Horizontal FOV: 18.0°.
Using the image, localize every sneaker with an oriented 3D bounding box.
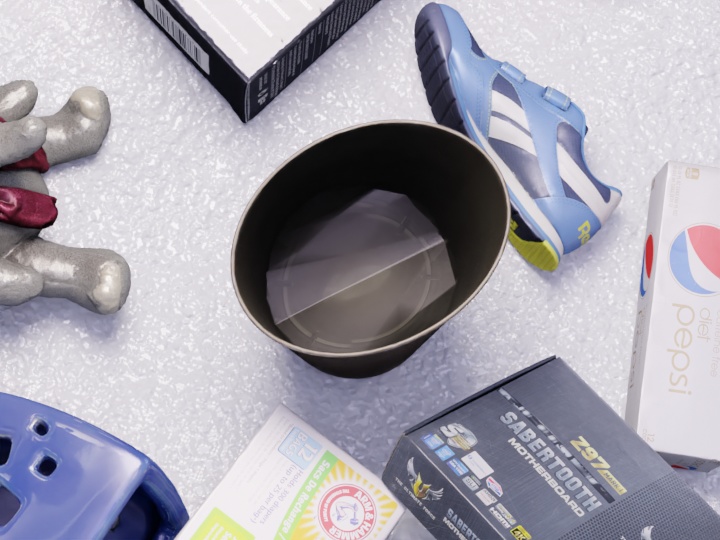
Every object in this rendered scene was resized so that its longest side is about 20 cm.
[{"bbox_3d":[0.106,-0.102,1.563,0.082,0.074,0.201,-31,90,-10],"label":"sneaker"}]

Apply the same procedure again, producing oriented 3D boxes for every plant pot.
[{"bbox_3d":[-0.241,0.171,1.429,0.179,0.200,0.201,32,79,10],"label":"plant pot"}]

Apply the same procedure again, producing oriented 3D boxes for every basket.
[{"bbox_3d":[0.000,0.000,1.468,0.179,0.200,0.137,-26,81,-9],"label":"basket"}]

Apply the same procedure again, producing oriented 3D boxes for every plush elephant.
[{"bbox_3d":[-0.254,-0.068,1.482,0.198,0.155,0.166,-2,68,1],"label":"plush elephant"}]

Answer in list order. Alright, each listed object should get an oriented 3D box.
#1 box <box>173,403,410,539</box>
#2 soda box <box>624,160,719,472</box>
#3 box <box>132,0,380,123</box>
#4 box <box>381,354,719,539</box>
[{"bbox_3d":[-0.072,0.203,1.460,0.112,0.101,0.201,36,69,4],"label":"box"},{"bbox_3d":[0.224,0.031,1.546,0.067,0.064,0.202,8,78,-2],"label":"soda box"},{"bbox_3d":[-0.055,-0.229,1.558,0.200,0.104,0.148,-42,84,-10],"label":"box"},{"bbox_3d":[0.135,0.158,1.444,0.157,0.051,0.200,-21,59,-42],"label":"box"}]
